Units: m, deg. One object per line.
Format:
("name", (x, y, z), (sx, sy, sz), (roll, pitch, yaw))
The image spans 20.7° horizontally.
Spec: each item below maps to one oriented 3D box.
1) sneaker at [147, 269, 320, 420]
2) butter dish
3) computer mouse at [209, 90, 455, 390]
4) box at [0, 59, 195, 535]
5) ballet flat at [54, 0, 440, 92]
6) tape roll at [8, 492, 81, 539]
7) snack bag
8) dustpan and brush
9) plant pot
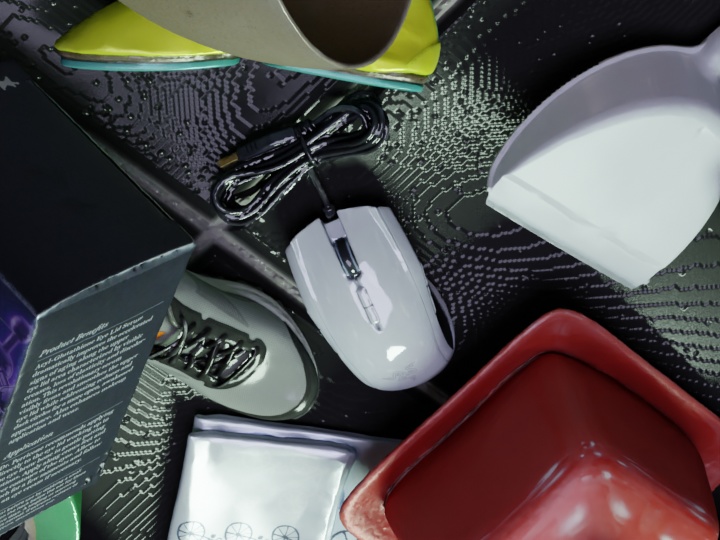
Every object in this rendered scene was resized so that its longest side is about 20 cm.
("sneaker", (-0.104, 0.031, 1.100), (0.200, 0.079, 0.074), (37, 110, -27))
("butter dish", (0.123, 0.158, 1.156), (0.200, 0.148, 0.199), (-44, 123, 16))
("computer mouse", (0.000, 0.000, 1.112), (0.110, 0.044, 0.200), (-24, 122, 8))
("box", (-0.191, 0.020, 0.997), (0.104, 0.148, 0.200), (-28, 153, -42))
("ballet flat", (-0.056, -0.132, 1.016), (0.200, 0.067, 0.067), (3, 102, -12))
("tape roll", (-0.267, 0.143, 1.173), (0.200, 0.048, 0.200), (-3, 123, -4))
("snack bag", (-0.024, 0.178, 1.240), (0.200, 0.021, 0.189), (7, 121, -11))
("dustpan and brush", (0.174, -0.091, 1.075), (0.140, 0.057, 0.200), (28, 123, -35))
("plant pot", (-0.069, -0.189, 0.912), (0.134, 0.200, 0.200), (-1, 127, 25))
